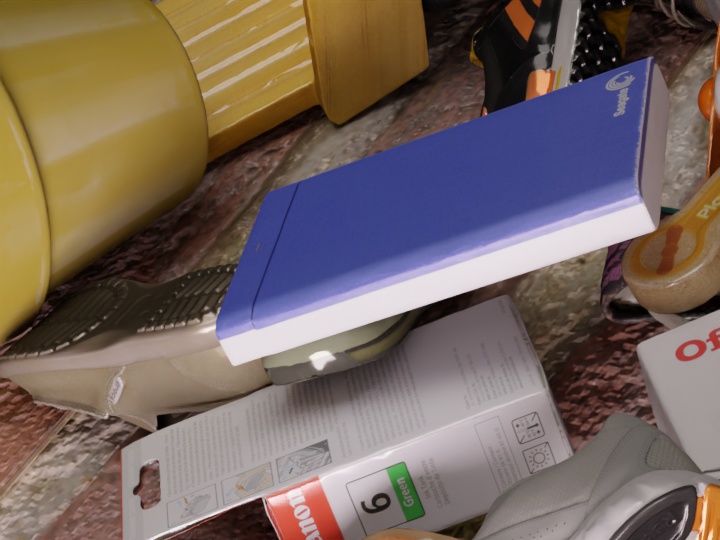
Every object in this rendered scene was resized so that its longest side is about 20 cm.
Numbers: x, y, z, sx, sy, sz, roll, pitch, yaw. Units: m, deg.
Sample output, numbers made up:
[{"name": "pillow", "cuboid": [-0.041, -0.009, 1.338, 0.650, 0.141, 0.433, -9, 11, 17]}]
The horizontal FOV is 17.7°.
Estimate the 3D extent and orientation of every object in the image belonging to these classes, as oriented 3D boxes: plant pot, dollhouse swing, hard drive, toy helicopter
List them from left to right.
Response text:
[{"name": "plant pot", "cuboid": [-0.193, -0.069, 1.243, 0.188, 0.202, 0.200, -25, 33, -32]}, {"name": "dollhouse swing", "cuboid": [-0.075, -0.183, 1.348, 0.175, 0.183, 0.200, -15, 36, -8]}, {"name": "hard drive", "cuboid": [0.039, -0.028, 1.038, 0.199, 0.025, 0.132, -18, 25, 20]}, {"name": "toy helicopter", "cuboid": [0.180, -0.057, 1.020, 0.200, 0.079, 0.132, -44, 37, -19]}]

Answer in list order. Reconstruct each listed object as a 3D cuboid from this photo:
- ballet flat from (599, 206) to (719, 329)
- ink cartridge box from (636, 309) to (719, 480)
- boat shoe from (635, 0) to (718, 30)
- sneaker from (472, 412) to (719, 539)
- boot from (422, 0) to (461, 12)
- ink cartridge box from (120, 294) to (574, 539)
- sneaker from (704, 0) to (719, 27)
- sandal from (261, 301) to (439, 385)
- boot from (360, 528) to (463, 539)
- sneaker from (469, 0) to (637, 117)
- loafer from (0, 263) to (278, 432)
[{"name": "ballet flat", "cuboid": [0.196, 0.010, 1.045, 0.199, 0.069, 0.071, 3, 62, 37]}, {"name": "ink cartridge box", "cuboid": [0.209, 0.088, 0.915, 0.145, 0.085, 0.200, -22, 38, 2]}, {"name": "boat shoe", "cuboid": [0.188, -0.174, 1.259, 0.199, 0.075, 0.073, -3, 41, 27]}, {"name": "sneaker", "cuboid": [0.057, 0.136, 0.891, 0.200, 0.076, 0.092, -39, 27, 6]}, {"name": "boot", "cuboid": [0.106, -0.223, 1.321, 0.200, 0.068, 0.131, -41, 3, -13]}, {"name": "ink cartridge box", "cuboid": [-0.008, 0.086, 1.047, 0.199, 0.051, 0.109, -22, 22, 3]}, {"name": "sneaker", "cuboid": [0.189, -0.161, 1.130, 0.075, 0.200, 0.082, -38, 67, -13]}, {"name": "sandal", "cuboid": [0.001, 0.000, 1.113, 0.079, 0.058, 0.201, -22, 9, 17]}, {"name": "boot", "cuboid": [-0.017, 0.186, 0.930, 0.199, 0.077, 0.156, 0, 49, 13]}, {"name": "sneaker", "cuboid": [0.097, -0.139, 1.226, 0.090, 0.070, 0.201, -4, 67, 36]}, {"name": "loafer", "cuboid": [-0.109, 0.047, 1.149, 0.199, 0.069, 0.076, -8, 28, 51]}]
